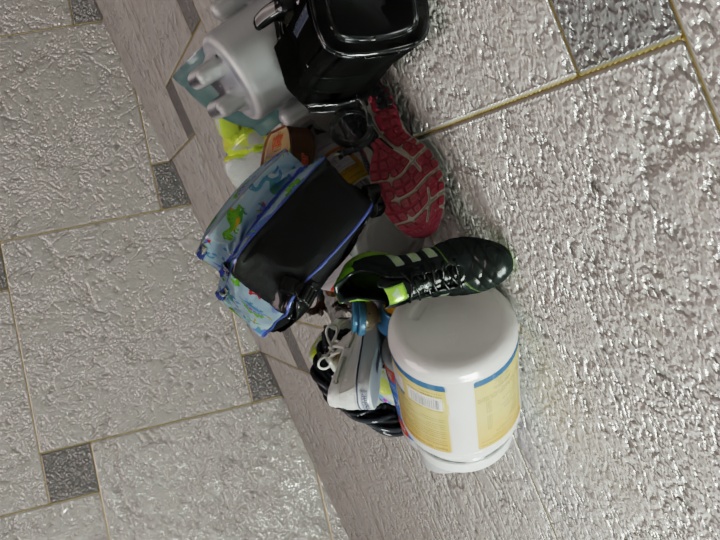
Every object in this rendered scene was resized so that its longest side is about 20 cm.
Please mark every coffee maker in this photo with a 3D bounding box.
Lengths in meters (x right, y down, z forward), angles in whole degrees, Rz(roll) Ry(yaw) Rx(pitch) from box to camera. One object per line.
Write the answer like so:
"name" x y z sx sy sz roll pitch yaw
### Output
"coffee maker" -0.005 -0.237 1.090 0.193 0.134 0.200 56 167 -5

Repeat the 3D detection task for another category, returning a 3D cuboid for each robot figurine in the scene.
"robot figurine" -0.101 -0.253 1.229 0.170 0.199 0.113 59 165 -18

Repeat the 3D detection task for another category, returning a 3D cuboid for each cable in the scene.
"cable" 0.024 0.157 1.491 0.199 0.051 0.164 29 -150 -20

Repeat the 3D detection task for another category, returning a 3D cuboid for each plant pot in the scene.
"plant pot" -0.123 -0.260 1.379 0.135 0.200 0.200 51 169 -10

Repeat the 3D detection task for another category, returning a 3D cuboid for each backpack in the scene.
"backpack" -0.093 -0.030 1.204 0.147 0.183 0.200 39 157 0

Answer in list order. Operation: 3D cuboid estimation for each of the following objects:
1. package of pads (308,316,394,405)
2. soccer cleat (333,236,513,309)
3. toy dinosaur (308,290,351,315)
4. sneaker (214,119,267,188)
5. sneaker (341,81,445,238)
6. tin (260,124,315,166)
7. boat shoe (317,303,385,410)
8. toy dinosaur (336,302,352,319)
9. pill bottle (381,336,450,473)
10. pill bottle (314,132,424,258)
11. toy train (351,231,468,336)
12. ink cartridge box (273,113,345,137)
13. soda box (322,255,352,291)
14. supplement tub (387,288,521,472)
"package of pads" 0.018 0.157 1.638 0.199 0.068 0.155 37 165 -2
"soccer cleat" 0.065 0.009 1.140 0.198 0.081 0.068 -6 115 27
"toy dinosaur" -0.059 -0.021 1.717 0.200 0.104 0.183 -122 31 -73
"sneaker" -0.169 -0.208 1.551 0.201 0.075 0.106 87 175 -56
"sneaker" 0.042 -0.127 1.214 0.075 0.080 0.201 54 -167 -70
"tin" -0.096 -0.126 1.375 0.200 0.041 0.113 -172 82 -74
"boat shoe" -0.014 0.109 1.380 0.203 0.085 0.075 -79 -18 -53
"toy dinosaur" 0.035 0.074 1.555 0.201 0.105 0.181 55 -176 0
"pill bottle" 0.099 0.169 1.408 0.112 0.111 0.201 46 156 53
"pill bottle" -0.005 -0.096 1.347 0.200 0.110 0.112 50 160 48
"toy train" 0.053 0.013 1.270 0.201 0.114 0.085 101 166 -53
"ink cartridge box" -0.066 -0.155 1.529 0.201 0.082 0.147 64 167 8
"soda box" 0.000 0.000 1.457 0.199 0.063 0.069 10 95 58
"supplement tub" 0.110 0.122 1.219 0.145 0.144 0.201 52 161 41
